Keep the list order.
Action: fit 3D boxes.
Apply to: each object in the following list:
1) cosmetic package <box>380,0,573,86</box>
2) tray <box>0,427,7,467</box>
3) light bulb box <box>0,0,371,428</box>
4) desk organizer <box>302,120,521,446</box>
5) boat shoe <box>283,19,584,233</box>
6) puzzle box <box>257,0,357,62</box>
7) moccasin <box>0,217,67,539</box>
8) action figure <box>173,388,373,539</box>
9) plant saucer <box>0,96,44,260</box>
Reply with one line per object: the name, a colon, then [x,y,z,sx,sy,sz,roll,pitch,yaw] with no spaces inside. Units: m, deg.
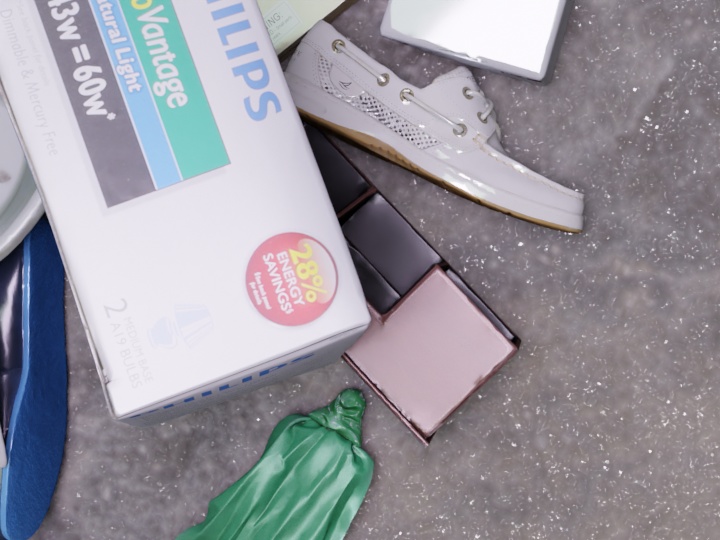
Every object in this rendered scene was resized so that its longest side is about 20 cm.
cosmetic package: [0.088,-0.216,0.833,0.101,0.074,0.202,18,98,9]
tray: [-0.298,0.055,0.856,0.199,0.022,0.108,12,124,25]
light bulb box: [-0.091,-0.033,0.727,0.124,0.200,0.200,-20,84,-7]
desk organizer: [0.000,0.000,0.860,0.077,0.072,0.200,-44,85,7]
boat shoe: [0.048,-0.086,0.847,0.199,0.071,0.070,27,91,5]
puzzle box: [-0.095,-0.176,0.890,0.199,0.025,0.133,-37,87,10]
moccasin: [-0.224,0.066,0.909,0.068,0.080,0.202,-1,79,15]
action figure: [-0.052,0.159,0.886,0.118,0.055,0.201,32,91,8]
plant saucer: [-0.248,-0.065,0.889,0.198,0.050,0.202,-9,64,20]
